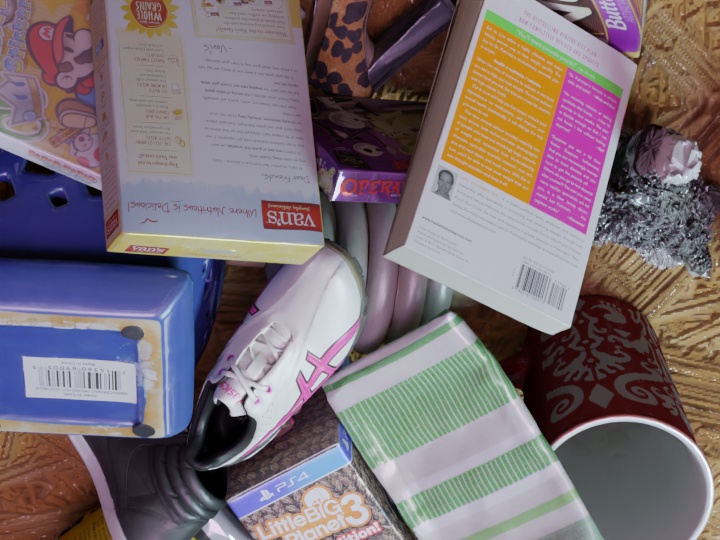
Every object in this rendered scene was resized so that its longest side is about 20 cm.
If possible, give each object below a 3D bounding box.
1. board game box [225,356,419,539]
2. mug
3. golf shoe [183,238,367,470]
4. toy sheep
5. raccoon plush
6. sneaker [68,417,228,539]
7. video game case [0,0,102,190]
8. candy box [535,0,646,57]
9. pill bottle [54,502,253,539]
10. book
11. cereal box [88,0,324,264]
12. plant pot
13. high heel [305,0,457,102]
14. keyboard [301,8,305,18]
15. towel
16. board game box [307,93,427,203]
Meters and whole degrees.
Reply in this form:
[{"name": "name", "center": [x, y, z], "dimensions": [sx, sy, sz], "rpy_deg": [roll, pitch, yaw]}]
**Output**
[{"name": "board game box", "center": [-0.009, 0.182, 1.679], "dimensions": [0.097, 0.160, 0.200], "rpy_deg": [-27, 116, 12]}, {"name": "mug", "center": [0.163, 0.099, 1.616], "dimensions": [0.177, 0.200, 0.134], "rpy_deg": [35, 113, -17]}, {"name": "golf shoe", "center": [-0.059, 0.066, 1.533], "dimensions": [0.072, 0.092, 0.200], "rpy_deg": [36, 125, 9]}, {"name": "toy sheep", "center": [0.000, 0.000, 1.600], "dimensions": [0.199, 0.138, 0.139], "rpy_deg": [3, 119, -15]}, {"name": "raccoon plush", "center": [0.224, -0.040, 1.557], "dimensions": [0.133, 0.200, 0.097], "rpy_deg": [20, 92, -19]}, {"name": "sneaker", "center": [-0.160, 0.118, 1.646], "dimensions": [0.099, 0.201, 0.071], "rpy_deg": [-34, 156, 16]}, {"name": "video game case", "center": [-0.187, -0.158, 1.482], "dimensions": [0.181, 0.201, 0.023], "rpy_deg": [23, 152, -9]}, {"name": "candy box", "center": [0.136, -0.230, 1.464], "dimensions": [0.116, 0.057, 0.200], "rpy_deg": [8, 145, 8]}, {"name": "pill bottle", "center": [-0.171, 0.227, 1.726], "dimensions": [0.200, 0.113, 0.112], "rpy_deg": [-37, 113, 16]}, {"name": "book", "center": [0.105, -0.076, 1.470], "dimensions": [0.133, 0.201, 0.048], "rpy_deg": [26, 157, -20]}, {"name": "cereal box", "center": [-0.103, -0.106, 1.455], "dimensions": [0.143, 0.201, 0.040], "rpy_deg": [4, 159, -26]}, {"name": "plant pot", "center": [-0.196, 0.004, 1.537], "dimensions": [0.199, 0.180, 0.200], "rpy_deg": [3, 140, -2]}, {"name": "high heel", "center": [-0.041, -0.199, 1.529], "dimensions": [0.142, 0.072, 0.200], "rpy_deg": [-37, 114, 20]}, {"name": "keyboard", "center": [-0.133, -0.145, 1.590], "dimensions": [0.200, 0.011, 0.056], "rpy_deg": [-36, 118, 17]}, {"name": "towel", "center": [0.069, 0.137, 1.544], "dimensions": [0.152, 0.023, 0.201], "rpy_deg": [-31, 89, 41]}, {"name": "board game box", "center": [0.050, -0.082, 1.528], "dimensions": [0.199, 0.120, 0.032], "rpy_deg": [2, 123, -27]}]
